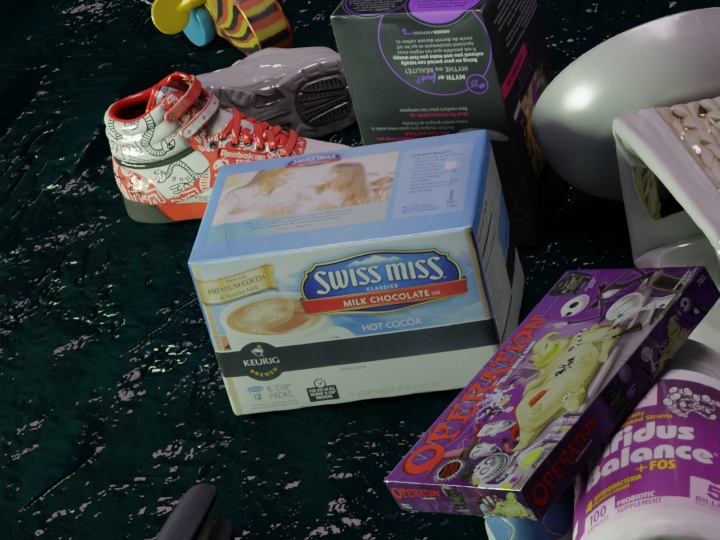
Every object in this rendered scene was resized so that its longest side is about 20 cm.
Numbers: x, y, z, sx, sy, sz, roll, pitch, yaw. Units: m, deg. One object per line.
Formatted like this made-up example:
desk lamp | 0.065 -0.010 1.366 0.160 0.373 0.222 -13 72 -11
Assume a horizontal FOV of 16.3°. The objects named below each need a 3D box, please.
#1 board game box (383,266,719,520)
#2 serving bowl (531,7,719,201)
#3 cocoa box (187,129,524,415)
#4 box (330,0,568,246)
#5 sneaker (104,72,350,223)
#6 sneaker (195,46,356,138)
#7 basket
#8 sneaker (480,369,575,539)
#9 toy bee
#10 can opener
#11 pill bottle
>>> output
board game box | 0.115 0.070 1.493 0.120 0.032 0.200 -8 33 52
serving bowl | 0.224 -0.103 1.773 0.200 0.200 0.066 -15 64 0
cocoa box | 0.000 0.000 1.730 0.200 0.131 0.133 -7 32 13
box | 0.070 -0.127 1.834 0.122 0.200 0.106 1 35 24
sneaker | -0.100 -0.100 1.952 0.201 0.108 0.067 -5 33 15
sneaker | -0.097 -0.137 2.057 0.200 0.078 0.099 -11 24 -10
basket | 0.261 -0.022 1.652 0.123 0.136 0.200 -17 32 -8
sneaker | 0.102 0.108 1.570 0.076 0.077 0.200 -16 30 2
toy bee | -0.142 -0.254 2.214 0.200 0.109 0.131 9 41 34
can opener | -0.120 0.197 1.538 0.078 0.063 0.200 -3 34 20
pill bottle | 0.181 0.128 1.472 0.112 0.112 0.200 -8 32 12
